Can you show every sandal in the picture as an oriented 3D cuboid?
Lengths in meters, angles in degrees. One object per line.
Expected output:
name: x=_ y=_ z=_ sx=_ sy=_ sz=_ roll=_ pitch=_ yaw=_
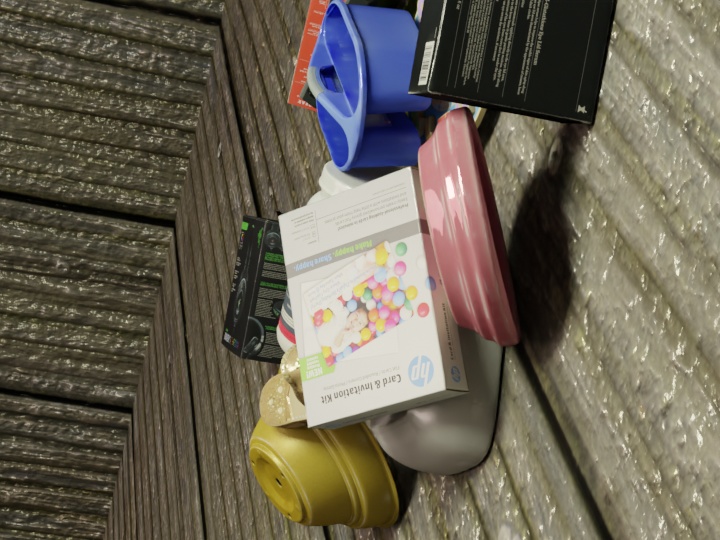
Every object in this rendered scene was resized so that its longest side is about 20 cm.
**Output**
sandal: x=-0.051 y=0.102 z=1.598 sx=0.212 sy=0.070 sz=0.078 roll=-30 pitch=58 yaw=49

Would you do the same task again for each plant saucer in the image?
plant saucer: x=0.088 y=-0.033 z=1.411 sx=0.201 sy=0.051 sz=0.201 roll=-12 pitch=-90 yaw=-82

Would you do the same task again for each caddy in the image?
caddy: x=-0.001 y=-0.186 z=1.717 sx=0.200 sy=0.105 sz=0.141 roll=-109 pitch=24 yaw=-52

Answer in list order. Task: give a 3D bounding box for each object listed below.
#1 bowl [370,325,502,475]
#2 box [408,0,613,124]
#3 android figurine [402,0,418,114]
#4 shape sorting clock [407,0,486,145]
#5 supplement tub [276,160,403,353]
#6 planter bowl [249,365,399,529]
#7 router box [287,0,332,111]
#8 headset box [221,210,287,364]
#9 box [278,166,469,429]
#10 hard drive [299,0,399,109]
bowl: x=0.066 y=0.084 z=1.570 sx=0.200 sy=0.075 sz=0.200 roll=148 pitch=130 yaw=-70
box: x=0.129 y=-0.228 z=1.379 sx=0.079 sy=0.141 sz=0.200 roll=-156 pitch=77 yaw=-78
android figurine: x=0.075 y=-0.255 z=1.839 sx=0.200 sy=0.041 sz=0.182 roll=-101 pitch=24 yaw=-51
shape sorting clock: x=0.086 y=-0.210 z=1.680 sx=0.200 sy=0.039 sz=0.200 roll=-179 pitch=90 yaw=-66
supplement tub: x=0.000 y=0.000 z=1.750 sx=0.140 sy=0.140 sz=0.200 roll=-113 pitch=34 yaw=-66
planter bowl: x=-0.054 y=0.196 z=1.733 sx=0.200 sy=0.083 sz=0.200 roll=43 pitch=152 yaw=30
router box: x=-0.018 y=-0.297 z=2.066 sx=0.200 sy=0.049 sz=0.180 roll=-45 pitch=-29 yaw=-69
headset box: x=-0.116 y=0.019 z=2.324 sx=0.174 sy=0.093 sz=0.200 roll=-159 pitch=79 yaw=-76
box: x=0.009 y=0.027 z=1.507 sx=0.156 sy=0.041 sz=0.200 roll=-18 pitch=74 yaw=35
hard drive: x=0.006 y=-0.279 z=1.874 sx=0.140 sy=0.033 sz=0.200 roll=-52 pitch=-2 yaw=-34
